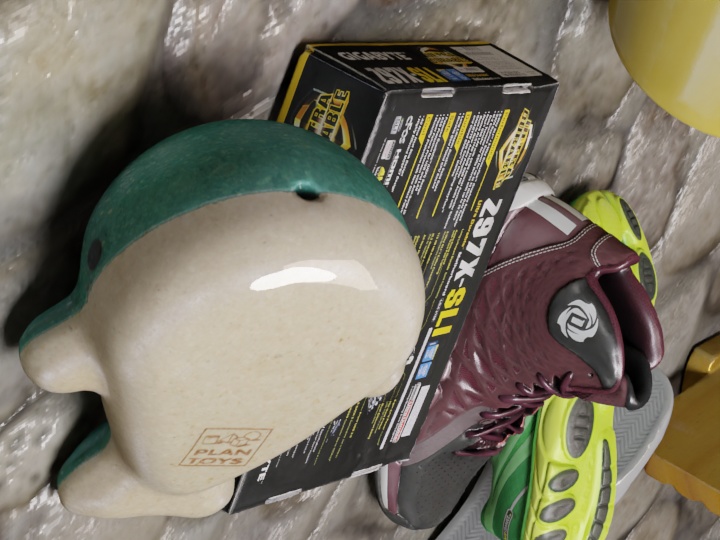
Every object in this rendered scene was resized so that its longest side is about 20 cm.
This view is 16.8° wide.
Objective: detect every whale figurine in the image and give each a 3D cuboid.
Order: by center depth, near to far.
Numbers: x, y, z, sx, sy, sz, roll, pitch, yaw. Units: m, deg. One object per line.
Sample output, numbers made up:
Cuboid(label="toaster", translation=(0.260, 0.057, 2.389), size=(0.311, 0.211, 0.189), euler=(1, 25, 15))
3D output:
Cuboid(label="whale figurine", translation=(-0.059, 0.021, 0.943), size=(0.159, 0.104, 0.200), euler=(1, 143, -26))

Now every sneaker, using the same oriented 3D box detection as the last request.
Cuboid(label="sneaker", translation=(0.082, 0.062, 1.199), size=(0.076, 0.115, 0.200), euler=(-20, 133, -53))
Cuboid(label="sneaker", translation=(0.098, 0.053, 1.278), size=(0.074, 0.083, 0.200), euler=(14, 87, -42))
Cuboid(label="sneaker", translation=(0.107, 0.141, 1.386), size=(0.200, 0.074, 0.116), euler=(-47, 154, -5))

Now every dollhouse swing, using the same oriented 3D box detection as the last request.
Cuboid(label="dollhouse swing", translation=(0.270, 0.158, 1.538), size=(0.176, 0.200, 0.182), euler=(-40, 148, -36))

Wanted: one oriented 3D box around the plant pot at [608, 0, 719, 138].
Cuboid(label="plant pot", translation=(0.203, -0.164, 1.118), size=(0.201, 0.201, 0.189), euler=(-42, 164, -33))

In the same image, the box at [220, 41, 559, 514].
Cuboid(label="box", translation=(0.000, 0.000, 1.067), size=(0.160, 0.049, 0.200), euler=(-13, 127, -60))
